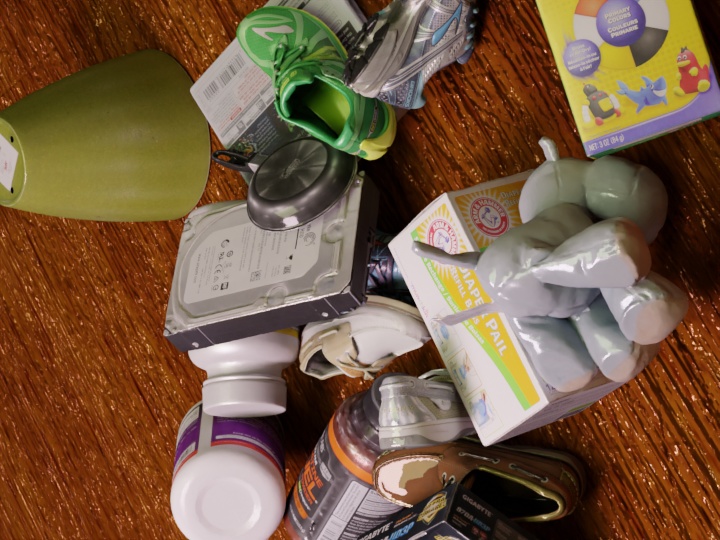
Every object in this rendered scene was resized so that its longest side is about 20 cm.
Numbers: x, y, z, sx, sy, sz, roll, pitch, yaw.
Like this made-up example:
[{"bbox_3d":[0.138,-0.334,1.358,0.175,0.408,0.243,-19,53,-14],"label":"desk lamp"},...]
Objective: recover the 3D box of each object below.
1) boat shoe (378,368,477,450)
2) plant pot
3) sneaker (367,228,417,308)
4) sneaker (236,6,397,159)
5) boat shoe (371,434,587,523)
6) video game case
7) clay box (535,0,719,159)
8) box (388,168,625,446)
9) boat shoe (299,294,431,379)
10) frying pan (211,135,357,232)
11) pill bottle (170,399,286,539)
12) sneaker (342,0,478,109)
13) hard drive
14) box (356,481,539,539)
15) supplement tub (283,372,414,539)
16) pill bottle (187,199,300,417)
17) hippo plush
[{"bbox_3d":[0.069,0.113,1.616,0.074,0.202,0.065,-8,91,26],"label":"boat shoe"},{"bbox_3d":[-0.293,-0.128,1.950,0.187,0.200,0.187,18,114,45],"label":"plant pot"},{"bbox_3d":[0.000,0.000,1.731,0.200,0.095,0.079,16,113,46],"label":"sneaker"},{"bbox_3d":[-0.048,-0.179,1.694,0.200,0.084,0.074,44,115,28],"label":"sneaker"},{"bbox_3d":[0.095,0.186,1.636,0.200,0.068,0.072,-3,106,24],"label":"boat shoe"},{"bbox_3d":[-0.057,-0.168,1.767,0.200,0.023,0.182,-44,66,28],"label":"video game case"},{"bbox_3d":[0.201,-0.199,1.442,0.115,0.048,0.200,-19,87,15],"label":"clay box"},{"bbox_3d":[0.127,0.030,1.579,0.101,0.112,0.200,-42,68,51],"label":"box"},{"bbox_3d":[0.005,0.068,1.738,0.200,0.075,0.068,-13,53,64],"label":"boat shoe"},{"bbox_3d":[-0.071,-0.102,1.731,0.031,0.115,0.190,55,180,-40],"label":"frying pan"},{"bbox_3d":[-0.131,0.194,1.868,0.200,0.112,0.113,-97,9,-71],"label":"pill bottle"},{"bbox_3d":[0.069,-0.228,1.614,0.200,0.086,0.078,-53,28,21],"label":"sneaker"},{"bbox_3d":[-0.082,-0.008,1.701,0.200,0.038,0.140,-12,50,26],"label":"hard drive"},{"bbox_3d":[0.109,0.280,1.637,0.200,0.046,0.159,36,140,-15],"label":"box"},{"bbox_3d":[0.006,0.187,1.772,0.107,0.107,0.200,51,133,26],"label":"supplement tub"},{"bbox_3d":[-0.115,0.039,1.823,0.111,0.111,0.200,-18,68,50],"label":"pill bottle"},{"bbox_3d":[0.171,-0.009,1.490,0.200,0.161,0.159,-2,127,22],"label":"hippo plush"}]
